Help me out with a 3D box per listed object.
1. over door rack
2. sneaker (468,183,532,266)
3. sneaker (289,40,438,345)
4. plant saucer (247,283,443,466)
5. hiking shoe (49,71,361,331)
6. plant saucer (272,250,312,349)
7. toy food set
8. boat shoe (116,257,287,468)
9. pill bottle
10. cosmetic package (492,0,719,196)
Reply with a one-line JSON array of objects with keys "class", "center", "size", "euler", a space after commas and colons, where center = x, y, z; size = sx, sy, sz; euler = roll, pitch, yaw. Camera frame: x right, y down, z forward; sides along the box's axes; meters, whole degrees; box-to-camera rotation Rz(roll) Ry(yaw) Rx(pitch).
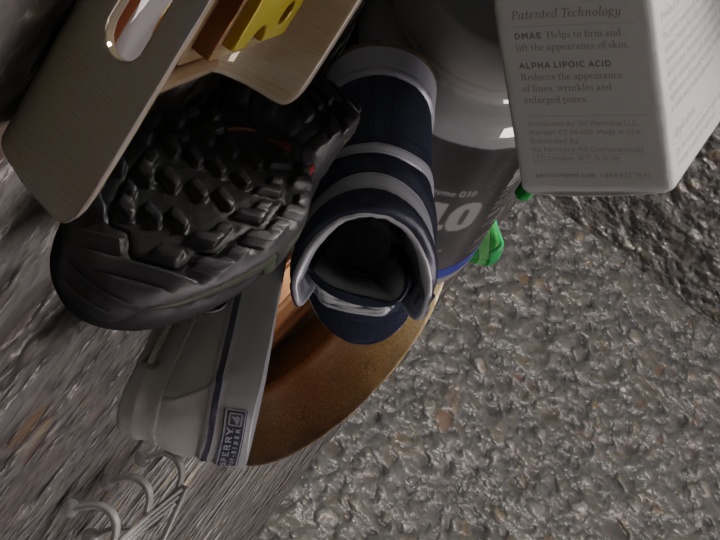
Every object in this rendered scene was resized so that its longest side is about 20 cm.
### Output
[{"class": "over door rack", "center": [-0.174, 0.219, 1.108], "size": [0.148, 0.066, 0.202], "euler": [-32, 137, -76]}, {"class": "sneaker", "center": [0.081, -0.083, 1.089], "size": [0.074, 0.083, 0.201], "euler": [113, -1, -62]}, {"class": "sneaker", "center": [0.000, 0.000, 0.830], "size": [0.201, 0.069, 0.109], "euler": [95, -2, -52]}, {"class": "plant saucer", "center": [-0.029, 0.037, 1.158], "size": [0.200, 0.035, 0.201], "euler": [-38, -157, 19]}, {"class": "hiking shoe", "center": [-0.061, -0.012, 0.675], "size": [0.101, 0.075, 0.200], "euler": [-61, 173, 30]}, {"class": "plant saucer", "center": [-0.046, 0.011, 1.055], "size": [0.200, 0.032, 0.200], "euler": [-45, 176, -4]}, {"class": "toy food set", "center": [-0.023, -0.097, 0.554], "size": [0.144, 0.060, 0.200], "euler": [-56, 174, 21]}, {"class": "boat shoe", "center": [-0.069, 0.011, 0.794], "size": [0.201, 0.065, 0.072], "euler": [-84, -175, -50]}, {"class": "pill bottle", "center": [0.041, -0.086, 0.897], "size": [0.114, 0.113, 0.200], "euler": [-50, 173, -35]}, {"class": "cosmetic package", "center": [0.099, -0.141, 0.730], "size": [0.102, 0.073, 0.202], "euler": [-46, 129, -53]}]
